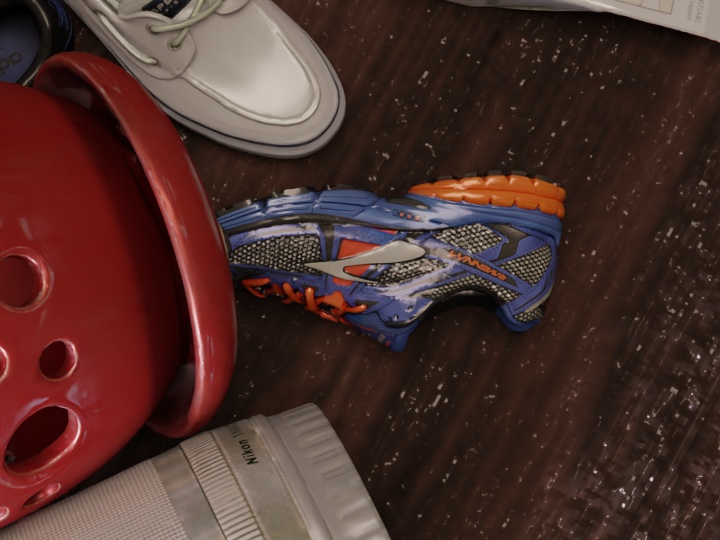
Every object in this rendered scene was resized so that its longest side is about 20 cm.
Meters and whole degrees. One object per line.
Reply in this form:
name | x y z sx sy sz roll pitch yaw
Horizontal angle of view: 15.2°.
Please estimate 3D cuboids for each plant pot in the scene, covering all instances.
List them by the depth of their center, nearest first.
plant pot | -0.165 0.008 1.167 0.182 0.200 0.201 -20 82 -23

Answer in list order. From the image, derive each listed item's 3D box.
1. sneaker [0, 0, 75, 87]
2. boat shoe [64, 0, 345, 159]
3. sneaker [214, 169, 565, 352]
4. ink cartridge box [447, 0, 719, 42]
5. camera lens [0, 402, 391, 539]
sneaker | -0.220 -0.068 1.254 0.200 0.078 0.070 -37 83 -8
boat shoe | -0.094 -0.124 1.275 0.200 0.067 0.074 34 81 3
sneaker | 0.000 0.000 1.259 0.200 0.075 0.079 -5 84 -2
ink cartridge box | 0.096 -0.203 1.315 0.200 0.050 0.162 14 80 -9
camera lens | -0.080 0.164 1.182 0.200 0.160 0.160 -25 83 -6
